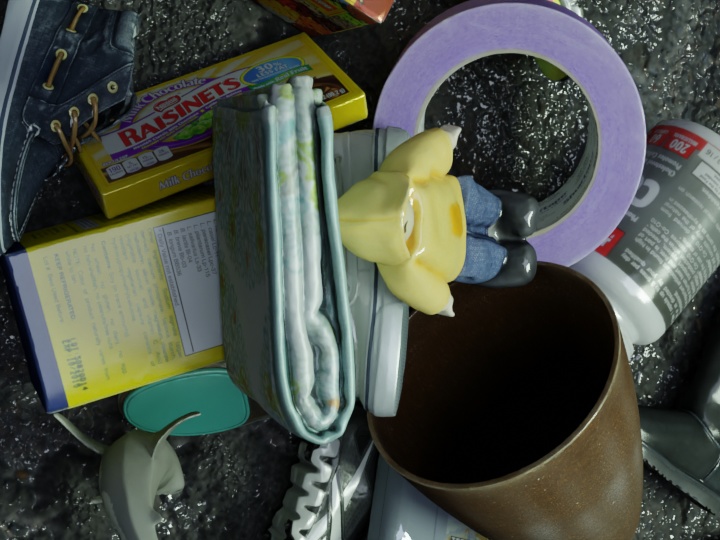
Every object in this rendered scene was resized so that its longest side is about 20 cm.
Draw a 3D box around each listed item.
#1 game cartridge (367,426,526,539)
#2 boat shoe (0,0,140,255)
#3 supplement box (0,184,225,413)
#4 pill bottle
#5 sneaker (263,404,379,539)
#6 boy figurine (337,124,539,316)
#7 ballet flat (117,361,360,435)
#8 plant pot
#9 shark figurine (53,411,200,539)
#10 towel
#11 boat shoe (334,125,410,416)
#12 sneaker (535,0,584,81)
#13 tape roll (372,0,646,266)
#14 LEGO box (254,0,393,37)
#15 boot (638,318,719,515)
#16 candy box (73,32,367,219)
[{"bbox_3d":[0.092,0.196,0.967,0.198,0.041,0.135,21,74,-36],"label":"game cartridge"},{"bbox_3d":[-0.197,-0.098,0.798,0.090,0.071,0.203,6,63,-7],"label":"boat shoe"},{"bbox_3d":[-0.141,0.010,0.854,0.198,0.109,0.110,-16,101,-18],"label":"supplement box"},{"bbox_3d":[0.225,-0.015,0.991,0.114,0.114,0.200,45,79,-19],"label":"pill bottle"},{"bbox_3d":[-0.023,0.196,0.943,0.089,0.066,0.203,17,87,-19],"label":"sneaker"},{"bbox_3d":[0.048,-0.035,0.788,0.199,0.064,0.126,10,84,-58],"label":"boy figurine"},{"bbox_3d":[-0.080,0.077,0.909,0.197,0.064,0.068,-8,122,-2],"label":"ballet flat"},{"bbox_3d":[0.129,0.130,0.888,0.187,0.186,0.201,-44,130,-11],"label":"plant pot"},{"bbox_3d":[-0.131,0.138,0.807,0.089,0.215,0.129,-39,114,0],"label":"shark figurine"},{"bbox_3d":[-0.050,-0.012,0.736,0.047,0.171,0.203,-4,97,-16],"label":"towel"},{"bbox_3d":[0.000,0.000,0.848,0.066,0.074,0.203,1,75,6],"label":"boat shoe"},{"bbox_3d":[0.102,-0.230,0.949,0.090,0.078,0.201,-32,100,-7],"label":"sneaker"},{"bbox_3d":[0.109,-0.100,0.909,0.197,0.085,0.203,2,106,6],"label":"tape roll"},{"bbox_3d":[0.003,-0.274,0.859,0.077,0.149,0.202,28,85,-21],"label":"LEGO box"},{"bbox_3d":[0.301,0.086,1.056,0.164,0.066,0.201,35,86,-29],"label":"boot"},{"bbox_3d":[-0.105,-0.107,0.863,0.198,0.102,0.027,-23,133,-18],"label":"candy box"}]
